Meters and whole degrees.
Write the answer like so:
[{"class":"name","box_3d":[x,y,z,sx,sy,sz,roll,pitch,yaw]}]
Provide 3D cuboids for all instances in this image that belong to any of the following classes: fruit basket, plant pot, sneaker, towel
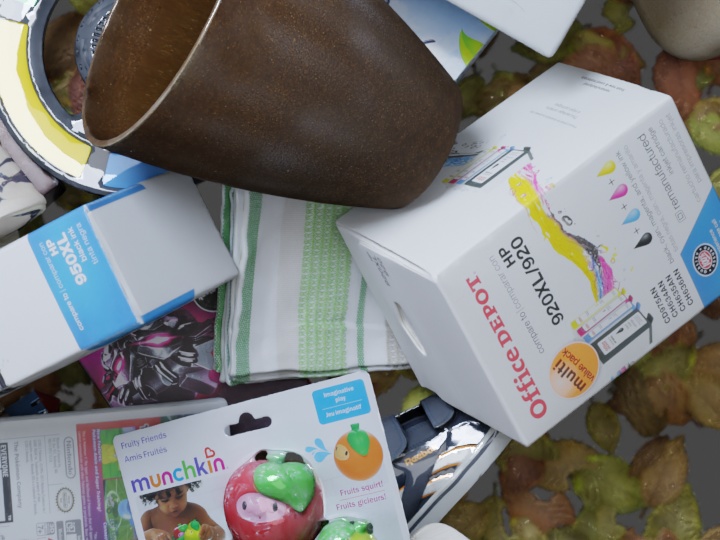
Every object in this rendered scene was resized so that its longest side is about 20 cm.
[{"class":"fruit basket","box_3d":[-0.055,0.181,1.450,0.185,0.094,0.201,-15,93,20]},{"class":"plant pot","box_3d":[-0.042,-0.120,1.451,0.200,0.187,0.187,27,86,-25]},{"class":"sneaker","box_3d":[0.040,0.125,1.575,0.079,0.078,0.200,41,88,-6]},{"class":"towel","box_3d":[0.000,0.000,1.550,0.199,0.031,0.150,-3,106,-25]}]

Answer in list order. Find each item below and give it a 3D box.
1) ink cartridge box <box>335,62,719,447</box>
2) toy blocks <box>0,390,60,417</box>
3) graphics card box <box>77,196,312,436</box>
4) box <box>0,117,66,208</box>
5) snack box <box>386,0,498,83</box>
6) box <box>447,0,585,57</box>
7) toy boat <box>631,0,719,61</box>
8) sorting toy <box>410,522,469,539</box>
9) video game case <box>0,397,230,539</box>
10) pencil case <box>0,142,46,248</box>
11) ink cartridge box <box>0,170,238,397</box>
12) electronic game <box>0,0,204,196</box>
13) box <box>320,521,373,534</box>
[{"class":"ink cartridge box","box_3d":[0.119,-0.013,1.514,0.200,0.145,0.148,-37,117,-14]},{"class":"toy blocks","box_3d":[-0.207,0.158,1.556,0.136,0.100,0.200,-33,77,-13]},{"class":"graphics card box","box_3d":[-0.133,0.040,1.584,0.125,0.051,0.200,-34,88,-3]},{"class":"box","box_3d":[-0.308,-0.032,1.568,0.200,0.075,0.100,-40,89,-2]},{"class":"snack box","box_3d":[-0.019,-0.155,1.590,0.168,0.068,0.200,38,85,0]},{"class":"box","box_3d":[0.077,-0.259,1.493,0.200,0.106,0.153,30,109,-2]},{"class":"toy boat","box_3d":[0.245,-0.253,1.595,0.130,0.130,0.201,-25,90,-34]},{"class":"sorting toy","box_3d":[0.050,0.266,1.499,0.200,0.107,0.180,-34,85,20]},{"class":"video game case","box_3d":[-0.168,0.190,1.501,0.181,0.023,0.201,-4,90,-17]},{"class":"pencil case","box_3d":[-0.283,-0.100,1.495,0.078,0.089,0.200,-32,90,5]},{"class":"ink cartridge box","box_3d":[-0.201,0.020,1.471,0.200,0.145,0.084,-26,92,25]},{"class":"electronic game","box_3d":[-0.150,-0.147,1.534,0.199,0.042,0.201,0,86,1]},{"class":"box","box_3d":[0.008,0.246,1.554,0.200,0.036,0.145,32,113,-6]}]
